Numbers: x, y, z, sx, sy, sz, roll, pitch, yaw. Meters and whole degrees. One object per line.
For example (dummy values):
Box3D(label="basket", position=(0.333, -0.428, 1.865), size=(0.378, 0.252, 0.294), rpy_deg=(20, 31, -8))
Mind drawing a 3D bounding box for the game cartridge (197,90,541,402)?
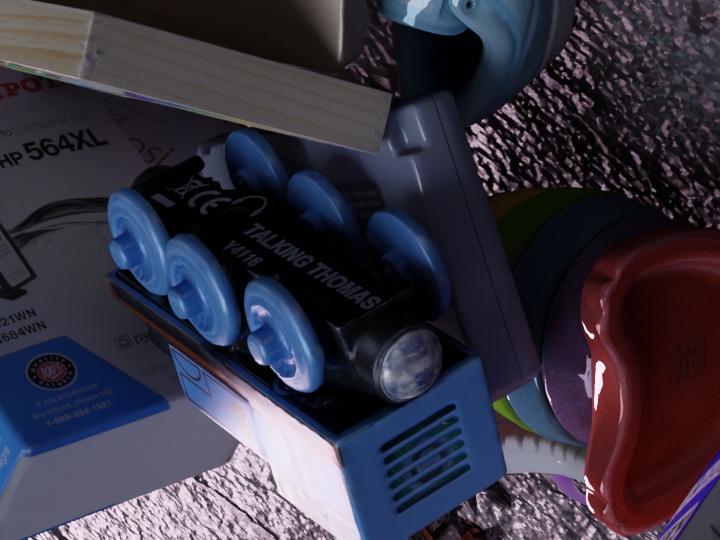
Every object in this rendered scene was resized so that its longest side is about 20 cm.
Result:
Box3D(label="game cartridge", position=(0.000, 0.000, 0.951), size=(0.200, 0.041, 0.134), rpy_deg=(-2, 112, 61))

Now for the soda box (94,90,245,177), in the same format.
Box3D(label="soda box", position=(-0.128, -0.054, 1.149), size=(0.199, 0.064, 0.068), rpy_deg=(24, 143, 27))

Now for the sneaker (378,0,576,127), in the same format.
Box3D(label="sneaker", position=(0.042, -0.130, 0.864), size=(0.074, 0.082, 0.201), rpy_deg=(21, 142, 27))

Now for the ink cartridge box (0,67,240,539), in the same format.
Box3D(label="ink cartridge box", position=(-0.152, 0.007, 1.017), size=(0.200, 0.145, 0.084), rpy_deg=(53, 137, 21))

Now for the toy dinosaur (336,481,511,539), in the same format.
Box3D(label="toy dinosaur", position=(0.025, 0.106, 1.102), size=(0.136, 0.101, 0.202), rpy_deg=(19, -117, -84))

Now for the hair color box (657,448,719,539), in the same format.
Box3D(label="hair color box", position=(0.190, 0.079, 0.840), size=(0.109, 0.200, 0.065), rpy_deg=(39, 147, 4))

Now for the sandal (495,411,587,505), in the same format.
Box3D(label="sandal", position=(0.121, 0.086, 1.032), size=(0.202, 0.082, 0.050), rpy_deg=(8, 121, 60))

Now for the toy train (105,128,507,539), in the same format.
Box3D(label="toy train", position=(-0.028, 0.023, 0.894), size=(0.200, 0.086, 0.115), rpy_deg=(30, 141, 50))

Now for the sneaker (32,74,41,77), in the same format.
Box3D(label="sneaker", position=(-0.091, -0.142, 0.991), size=(0.073, 0.082, 0.200), rpy_deg=(46, 146, -1))

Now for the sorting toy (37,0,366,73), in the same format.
Box3D(label="sorting toy", position=(-0.074, -0.197, 0.871), size=(0.199, 0.070, 0.200), rpy_deg=(15, 118, 25))

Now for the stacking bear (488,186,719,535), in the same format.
Box3D(label="stacking bear", position=(0.073, 0.014, 0.977), size=(0.199, 0.113, 0.122), rpy_deg=(21, 122, 47))

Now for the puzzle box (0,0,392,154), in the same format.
Box3D(label="puzzle box", position=(-0.096, -0.082, 0.896), size=(0.132, 0.026, 0.200), rpy_deg=(11, -177, -35))
